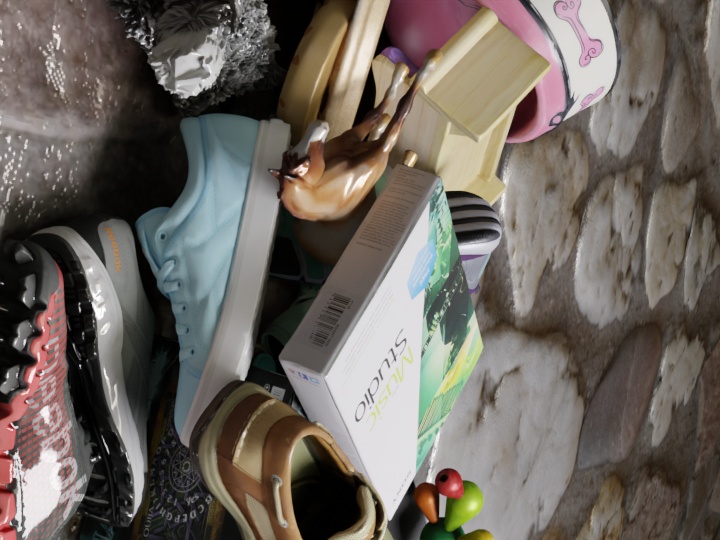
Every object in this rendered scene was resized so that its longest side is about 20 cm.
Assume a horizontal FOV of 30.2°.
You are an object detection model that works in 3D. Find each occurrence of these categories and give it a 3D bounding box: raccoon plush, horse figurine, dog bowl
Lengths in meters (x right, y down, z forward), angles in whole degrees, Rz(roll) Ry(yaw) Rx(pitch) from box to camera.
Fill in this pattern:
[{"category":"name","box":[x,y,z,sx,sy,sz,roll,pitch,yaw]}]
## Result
[{"category":"raccoon plush","box":[-0.094,-0.114,0.747,0.201,0.095,0.135,-82,164,-47]},{"category":"horse figurine","box":[-0.006,-0.055,0.817,0.133,0.050,0.200,-55,174,-21]},{"category":"dog bowl","box":[0.096,-0.183,1.008,0.074,0.199,0.201,-44,142,-18]}]

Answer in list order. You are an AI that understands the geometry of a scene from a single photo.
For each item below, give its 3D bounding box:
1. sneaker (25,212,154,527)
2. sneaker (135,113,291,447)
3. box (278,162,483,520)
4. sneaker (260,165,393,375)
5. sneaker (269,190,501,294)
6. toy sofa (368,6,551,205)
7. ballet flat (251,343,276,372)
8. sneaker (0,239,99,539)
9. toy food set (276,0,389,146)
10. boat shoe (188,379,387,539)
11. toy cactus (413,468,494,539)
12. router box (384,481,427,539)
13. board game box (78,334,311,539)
[{"category":"sneaker","box":[-0.148,0.062,0.782,0.079,0.073,0.203,-41,136,-55]},{"category":"sneaker","box":[-0.095,0.003,0.781,0.074,0.081,0.203,101,-1,-72]},{"category":"box","box":[0.021,0.051,0.831,0.145,0.036,0.201,-59,154,-23]},{"category":"sneaker","box":[-0.021,0.017,0.987,0.118,0.073,0.203,-12,115,-66]},{"category":"sneaker","box":[0.000,0.000,0.939,0.088,0.197,0.075,97,-14,-45]},{"category":"toy sofa","box":[0.064,-0.107,0.988,0.083,0.097,0.200,-44,166,-19]},{"category":"ballet flat","box":[-0.092,0.147,0.865,0.069,0.062,0.203,45,45,-64]},{"category":"sneaker","box":[-0.186,0.081,0.720,0.098,0.070,0.203,-5,108,-61]},{"category":"toy food set","box":[-0.010,-0.163,0.885,0.198,0.048,0.202,126,-20,-83]},{"category":"boat shoe","box":[-0.025,0.142,0.756,0.076,0.073,0.201,-58,140,-23]},{"category":"toy cactus","box":[0.034,0.232,0.972,0.201,0.102,0.165,-55,144,6]},{"category":"router box","box":[-0.035,0.184,0.982,0.156,0.052,0.201,-27,135,-9]},{"category":"board game box","box":[-0.110,0.150,0.820,0.028,0.134,0.202,26,81,-53]}]
